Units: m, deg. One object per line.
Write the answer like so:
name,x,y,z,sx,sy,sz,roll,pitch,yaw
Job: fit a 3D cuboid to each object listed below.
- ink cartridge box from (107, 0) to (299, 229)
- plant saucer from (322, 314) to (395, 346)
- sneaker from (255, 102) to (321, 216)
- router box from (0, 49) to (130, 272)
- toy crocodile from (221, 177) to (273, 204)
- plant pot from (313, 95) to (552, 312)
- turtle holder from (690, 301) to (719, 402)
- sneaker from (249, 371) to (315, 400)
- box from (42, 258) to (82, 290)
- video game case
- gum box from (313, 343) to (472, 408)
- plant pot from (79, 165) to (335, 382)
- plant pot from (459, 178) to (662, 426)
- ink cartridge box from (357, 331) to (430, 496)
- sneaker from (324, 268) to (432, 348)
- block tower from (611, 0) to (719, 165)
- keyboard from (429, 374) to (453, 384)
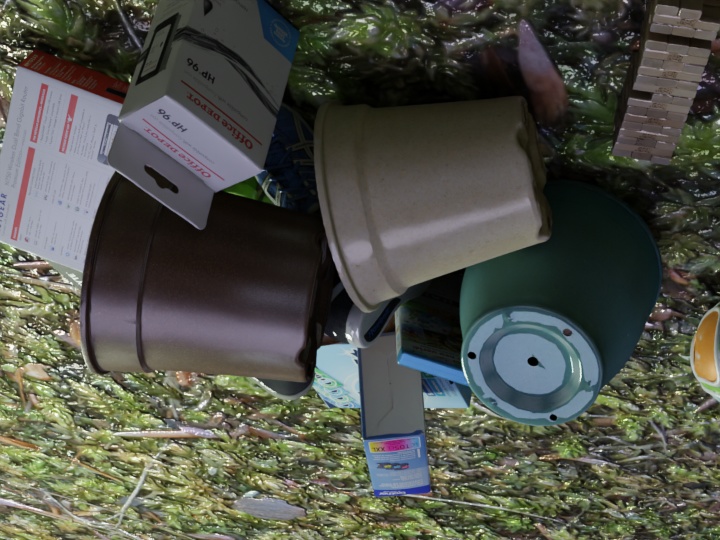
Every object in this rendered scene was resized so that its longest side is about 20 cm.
ink cartridge box,-0.130,-0.151,1.090,0.068,0.201,0.116,-18,138,40
plant saucer,-0.033,0.053,1.435,0.199,0.037,0.200,-9,168,-2
sneaker,-0.057,-0.090,1.233,0.076,0.077,0.200,-41,105,6
router box,-0.267,-0.095,1.277,0.178,0.049,0.201,21,121,-2
toy crocodile,-0.082,-0.078,1.321,0.199,0.068,0.062,19,152,-8
plant pot,0.075,-0.077,1.173,0.182,0.202,0.201,-11,143,15
turtle holder,0.438,0.084,1.360,0.184,0.142,0.131,-18,-179,-30
sneaker,-0.131,0.046,1.306,0.199,0.075,0.107,27,152,16
box,-0.298,-0.034,1.486,0.159,0.050,0.200,-9,143,28
video game case,0.104,0.059,1.365,0.142,0.200,0.018,18,118,-10
gum box,0.024,0.118,1.619,0.198,0.045,0.170,-2,146,22
plant pot,-0.130,0.013,1.166,0.197,0.202,0.201,10,149,5
plant pot,0.180,0.044,1.239,0.198,0.188,0.201,10,124,15
ink cartridge box,0.043,0.182,1.531,0.076,0.137,0.201,-5,147,4
sneaker,0.000,0.000,1.333,0.111,0.200,0.074,14,124,26
block tower,0.254,-0.167,1.070,0.054,0.058,0.200,10,150,5
keyboard,0.127,0.092,1.501,0.104,0.040,0.200,-26,158,16
